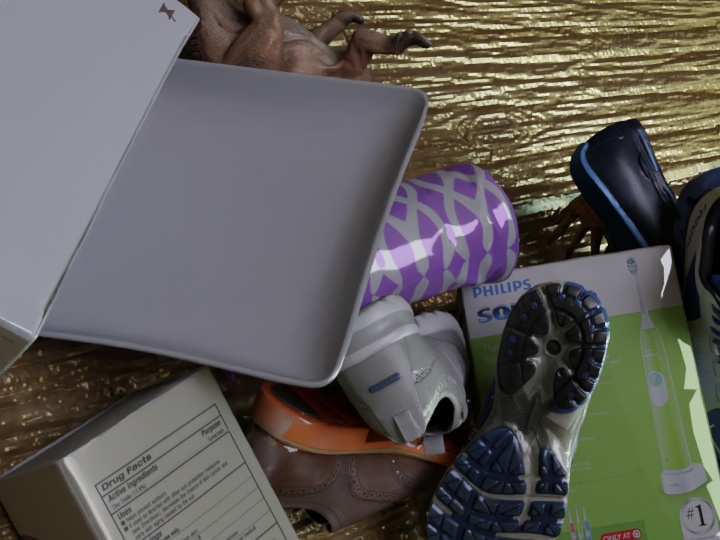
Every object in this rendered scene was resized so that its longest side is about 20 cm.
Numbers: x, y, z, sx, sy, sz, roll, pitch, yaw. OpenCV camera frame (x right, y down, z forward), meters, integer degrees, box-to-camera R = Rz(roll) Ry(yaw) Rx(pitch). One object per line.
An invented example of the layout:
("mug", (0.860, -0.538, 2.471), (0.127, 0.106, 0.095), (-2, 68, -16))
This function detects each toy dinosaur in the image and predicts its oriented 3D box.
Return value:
("toy dinosaur", (0.208, 0.008, 0.934), (0.135, 0.085, 0.202), (10, 73, -40))
("toy dinosaur", (-0.048, -0.114, 0.746), (0.199, 0.086, 0.136), (29, 92, -11))

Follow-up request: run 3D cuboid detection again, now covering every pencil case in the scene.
("pencil case", (0.000, 0.000, 0.712), (0.198, 0.084, 0.086), (-19, 126, -22))

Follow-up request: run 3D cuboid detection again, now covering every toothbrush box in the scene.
("toothbrush box", (0.150, 0.098, 0.796), (0.144, 0.086, 0.202), (-9, 78, 0))

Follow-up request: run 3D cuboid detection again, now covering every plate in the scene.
("plate", (-0.078, -0.030, 0.648), (0.032, 0.198, 0.201), (77, 26, -52))

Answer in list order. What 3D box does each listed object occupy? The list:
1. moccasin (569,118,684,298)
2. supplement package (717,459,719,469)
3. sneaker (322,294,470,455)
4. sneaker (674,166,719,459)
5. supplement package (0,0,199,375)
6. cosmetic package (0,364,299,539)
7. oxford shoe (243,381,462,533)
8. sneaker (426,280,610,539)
("moccasin", (0.234, -0.021, 0.860), (0.068, 0.080, 0.201), (-37, 101, -5))
("supplement package", (0.316, 0.199, 0.883), (0.147, 0.190, 0.201), (40, 51, -24))
("sneaker", (0.027, 0.072, 0.692), (0.083, 0.074, 0.200), (66, 13, 13))
("sneaker", (0.245, 0.034, 0.770), (0.115, 0.080, 0.202), (-27, 109, -80))
("supplement package", (-0.196, -0.069, 0.564), (0.155, 0.111, 0.201), (32, 55, -18))
("cosmetic package", (-0.087, 0.164, 0.606), (0.103, 0.087, 0.201), (-30, 96, -42))
("oxford shoe", (-0.003, 0.119, 0.727), (0.199, 0.071, 0.073), (19, 99, -45))
("sneaker", (0.102, 0.099, 0.719), (0.076, 0.202, 0.085), (24, 13, 9))
